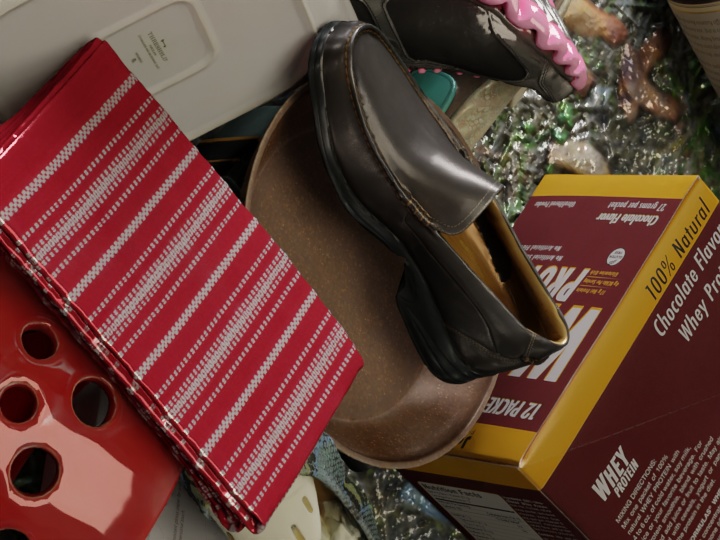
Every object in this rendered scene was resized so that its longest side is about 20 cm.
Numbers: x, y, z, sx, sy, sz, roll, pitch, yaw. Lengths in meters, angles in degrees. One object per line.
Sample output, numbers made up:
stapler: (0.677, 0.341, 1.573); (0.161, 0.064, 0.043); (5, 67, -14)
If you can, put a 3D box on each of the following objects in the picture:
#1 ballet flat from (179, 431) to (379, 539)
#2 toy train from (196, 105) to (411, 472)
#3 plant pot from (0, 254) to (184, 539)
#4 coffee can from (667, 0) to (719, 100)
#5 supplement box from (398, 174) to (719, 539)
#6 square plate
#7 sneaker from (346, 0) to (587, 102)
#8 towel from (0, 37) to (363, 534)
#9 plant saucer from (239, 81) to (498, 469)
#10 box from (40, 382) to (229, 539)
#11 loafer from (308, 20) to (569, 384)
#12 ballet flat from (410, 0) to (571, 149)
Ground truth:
ballet flat: (-0.033, 0.117, 1.172); (0.075, 0.074, 0.200); (-68, 153, -13)
toy train: (-0.031, 0.010, 1.277); (0.114, 0.085, 0.200); (-51, 118, -26)
plant pot: (-0.196, 0.061, 1.098); (0.182, 0.200, 0.201); (34, 73, -24)
coffee can: (0.278, -0.128, 1.448); (0.146, 0.146, 0.201); (-43, 114, -26)
supplement box: (0.154, 0.084, 1.377); (0.200, 0.132, 0.198); (45, 68, -28)
square plate: (-0.102, -0.109, 1.143); (0.197, 0.029, 0.200); (-28, 149, -2)
sneaker: (0.035, -0.132, 1.269); (0.095, 0.079, 0.200); (-43, 132, 19)
towel: (-0.085, 0.004, 1.074); (0.200, 0.022, 0.145); (51, 35, -13)
plant saucer: (0.000, 0.000, 1.232); (0.200, 0.037, 0.202); (11, 75, -47)
box: (-0.077, 0.157, 1.223); (0.200, 0.041, 0.156); (43, 29, -29)
loafer: (0.041, -0.037, 1.199); (0.073, 0.072, 0.201); (-53, 123, -42)
ballet flat: (0.054, -0.098, 1.356); (0.200, 0.067, 0.062); (-49, 144, -19)
